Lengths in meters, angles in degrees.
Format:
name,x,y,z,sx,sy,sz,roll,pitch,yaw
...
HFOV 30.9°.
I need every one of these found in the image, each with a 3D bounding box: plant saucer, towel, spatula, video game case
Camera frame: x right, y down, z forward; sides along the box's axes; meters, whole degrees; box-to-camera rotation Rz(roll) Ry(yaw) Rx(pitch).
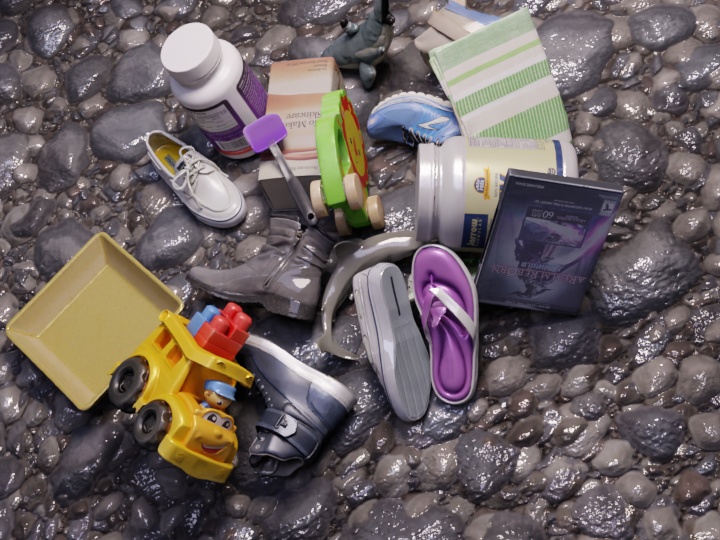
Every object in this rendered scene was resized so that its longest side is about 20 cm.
name,x,y,z,sx,sy,sz,roll,pitch,yaw
plant saucer,-0.365,0.075,1.818,0.199,0.049,0.200,37,77,29
towel,0.193,-0.229,1.754,0.151,0.023,0.202,-25,101,-6
spatula,-0.101,-0.137,1.766,0.056,0.021,0.201,-30,63,1
video game case,0.225,-0.031,1.596,0.141,0.202,0.019,8,39,-7

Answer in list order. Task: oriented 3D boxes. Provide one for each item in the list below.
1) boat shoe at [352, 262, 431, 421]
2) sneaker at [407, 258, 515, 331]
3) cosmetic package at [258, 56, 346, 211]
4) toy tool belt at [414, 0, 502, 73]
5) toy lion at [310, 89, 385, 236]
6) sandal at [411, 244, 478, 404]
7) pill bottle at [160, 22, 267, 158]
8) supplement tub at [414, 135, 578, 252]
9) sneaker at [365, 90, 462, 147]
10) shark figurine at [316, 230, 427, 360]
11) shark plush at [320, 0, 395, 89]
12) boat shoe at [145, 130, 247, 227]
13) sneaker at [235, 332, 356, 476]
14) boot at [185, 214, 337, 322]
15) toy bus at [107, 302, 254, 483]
name,x,y,z,sx,sy,sz,roll,pitch,yaw
boat shoe,0.038,0.092,1.664,0.066,0.073,0.203,-12,85,46
sneaker,0.144,0.006,1.700,0.197,0.077,0.089,-15,44,3
cosmetic package,-0.081,-0.195,1.858,0.102,0.087,0.203,-4,61,13
toy tool belt,0.184,-0.321,1.830,0.198,0.125,0.124,25,80,26
toy lion,-0.024,-0.155,1.763,0.068,0.200,0.195,-11,78,12
sandal,0.109,0.068,1.626,0.081,0.050,0.206,-11,94,19
pill bottle,-0.203,-0.257,1.855,0.110,0.200,0.113,-10,58,17
supplement tub,0.169,-0.095,1.652,0.197,0.146,0.147,2,62,0
sneaker,0.100,-0.191,1.809,0.197,0.079,0.090,4,61,18
shark figurine,-0.020,0.010,1.728,0.127,0.090,0.216,26,73,35
shark plush,0.002,-0.332,1.861,0.082,0.200,0.092,19,77,-9
boat shoe,-0.243,-0.143,1.877,0.074,0.086,0.202,-41,59,-8
sneaker,-0.125,0.175,1.677,0.201,0.077,0.147,27,70,26
boot,-0.132,-0.015,1.766,0.197,0.070,0.134,14,87,14
toy bus,-0.200,0.138,1.643,0.193,0.135,0.200,-51,42,6
